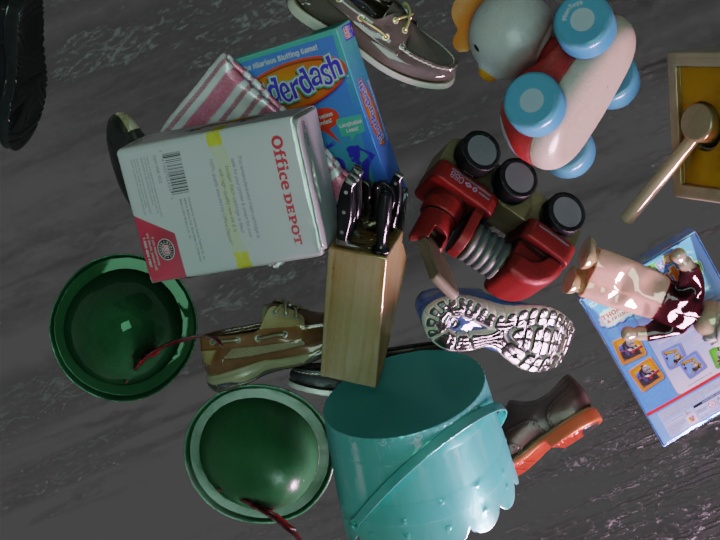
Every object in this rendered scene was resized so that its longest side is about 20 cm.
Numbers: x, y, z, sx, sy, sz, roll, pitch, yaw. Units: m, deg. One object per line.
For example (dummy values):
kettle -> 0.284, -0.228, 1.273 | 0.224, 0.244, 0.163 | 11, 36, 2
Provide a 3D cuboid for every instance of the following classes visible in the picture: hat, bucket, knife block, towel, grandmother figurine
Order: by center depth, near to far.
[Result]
knife block -> 0.000, 0.000, 1.405 | 0.063, 0.176, 0.202 | 11, 73, 13
bucket -> 0.061, 0.185, 1.443 | 0.205, 0.208, 0.136 | -14, 113, 3
towel -> -0.118, -0.116, 1.473 | 0.200, 0.030, 0.146 | 44, 120, 0
hat -> -0.263, 0.074, 1.483 | 0.166, 0.176, 0.200 | 43, 99, -7
grandmother figurine -> 0.328, 0.028, 1.504 | 0.199, 0.061, 0.122 | 23, 128, -7
hat -> -0.105, 0.232, 1.510 | 0.198, 0.176, 0.167 | 12, 101, -2

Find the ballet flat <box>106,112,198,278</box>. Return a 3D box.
ballet flat -> -0.223, -0.085, 1.524 | 0.057, 0.066, 0.201 | -34, 104, -34

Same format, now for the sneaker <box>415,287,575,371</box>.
sneaker -> 0.150, 0.054, 1.534 | 0.198, 0.089, 0.079 | 16, 105, -24

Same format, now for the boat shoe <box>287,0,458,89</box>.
boat shoe -> 0.020, -0.262, 1.464 | 0.199, 0.072, 0.060 | 29, 129, -2

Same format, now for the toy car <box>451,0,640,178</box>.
toy car -> 0.170, -0.221, 1.450 | 0.199, 0.184, 0.178 | 33, 91, 25

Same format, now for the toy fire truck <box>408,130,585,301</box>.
toy fire truck -> 0.129, -0.025, 1.442 | 0.175, 0.129, 0.201 | 35, 63, -8

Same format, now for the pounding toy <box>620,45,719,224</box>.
pounding toy -> 0.385, -0.140, 1.448 | 0.141, 0.200, 0.186 | -11, 103, -26

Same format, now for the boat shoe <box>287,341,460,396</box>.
boat shoe -> 0.017, 0.107, 1.546 | 0.198, 0.074, 0.061 | 1, 102, -3

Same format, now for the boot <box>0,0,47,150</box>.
boot -> -0.421, -0.240, 1.470 | 0.161, 0.073, 0.200 | 20, 128, 12

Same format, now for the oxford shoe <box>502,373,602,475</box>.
oxford shoe -> 0.176, 0.192, 1.577 | 0.199, 0.071, 0.073 | -31, 72, 9

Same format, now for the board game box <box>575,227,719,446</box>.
board game box -> 0.358, 0.076, 1.557 | 0.150, 0.037, 0.201 | -30, 101, 6

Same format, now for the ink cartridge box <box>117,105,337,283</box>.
ink cartridge box -> -0.132, -0.079, 1.423 | 0.198, 0.083, 0.147 | -8, 104, 18

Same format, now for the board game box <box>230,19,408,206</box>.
board game box -> -0.051, -0.150, 1.474 | 0.151, 0.045, 0.202 | -13, 106, 26

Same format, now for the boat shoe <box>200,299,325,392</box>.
boat shoe -> -0.089, 0.071, 1.538 | 0.198, 0.076, 0.074 | -20, 96, 4
